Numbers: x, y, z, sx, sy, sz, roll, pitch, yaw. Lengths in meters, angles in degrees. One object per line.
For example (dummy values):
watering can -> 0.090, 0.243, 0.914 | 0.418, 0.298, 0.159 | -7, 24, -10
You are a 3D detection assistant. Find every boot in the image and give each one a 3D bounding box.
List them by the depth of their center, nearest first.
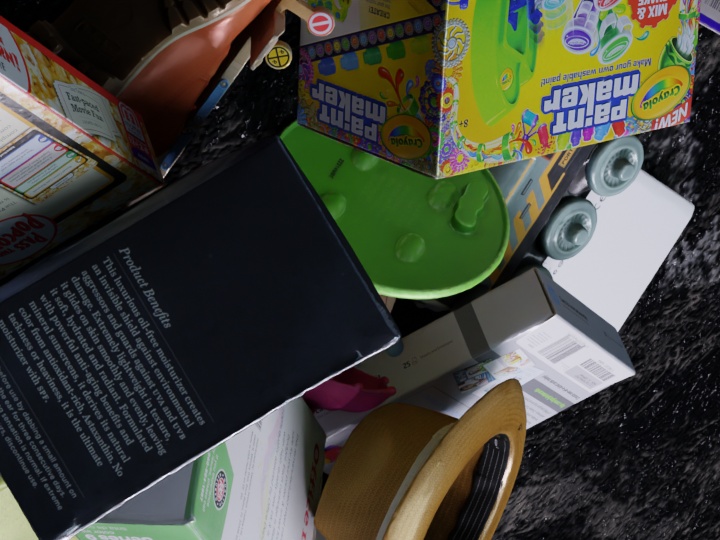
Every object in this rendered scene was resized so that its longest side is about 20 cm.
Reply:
boot -> -0.104, -0.115, 1.348 | 0.200, 0.075, 0.107 | -40, 151, -8

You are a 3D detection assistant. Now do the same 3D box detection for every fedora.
fedora -> 0.029, 0.140, 1.588 | 0.201, 0.082, 0.201 | -53, 157, -34

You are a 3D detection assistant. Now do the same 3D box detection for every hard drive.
hard drive -> 0.161, -0.019, 1.849 | 0.132, 0.027, 0.200 | -58, 149, 5

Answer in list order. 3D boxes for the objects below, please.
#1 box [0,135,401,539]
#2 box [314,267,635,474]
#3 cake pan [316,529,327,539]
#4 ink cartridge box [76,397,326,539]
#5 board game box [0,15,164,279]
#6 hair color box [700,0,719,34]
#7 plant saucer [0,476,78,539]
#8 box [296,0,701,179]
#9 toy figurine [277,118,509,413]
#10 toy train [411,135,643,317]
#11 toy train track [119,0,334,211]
box -> -0.098, 0.028, 1.309 | 0.198, 0.123, 0.200 | -30, -176, -2
box -> 0.064, 0.079, 1.709 | 0.200, 0.041, 0.156 | -30, 153, 15
cake pan -> -0.004, 0.210, 1.734 | 0.200, 0.037, 0.200 | -43, 157, -23
ink cartridge box -> -0.092, 0.120, 1.508 | 0.200, 0.087, 0.145 | 58, 35, -56
board game box -> -0.208, -0.054, 1.211 | 0.151, 0.046, 0.200 | -30, 151, 14
hair color box -> 0.308, -0.178, 1.815 | 0.200, 0.109, 0.065 | 3, 118, -55
plant saucer -> -0.203, 0.178, 1.485 | 0.200, 0.031, 0.200 | -19, 121, -35
box -> 0.080, -0.171, 1.427 | 0.200, 0.122, 0.193 | -15, 117, -38
toy figurine -> 0.000, 0.000, 1.583 | 0.200, 0.150, 0.184 | -59, 175, -45
toy train -> 0.100, -0.050, 1.688 | 0.114, 0.085, 0.200 | 26, 100, -47
toy train track -> -0.064, -0.099, 1.396 | 0.033, 0.115, 0.200 | 32, 112, -16
